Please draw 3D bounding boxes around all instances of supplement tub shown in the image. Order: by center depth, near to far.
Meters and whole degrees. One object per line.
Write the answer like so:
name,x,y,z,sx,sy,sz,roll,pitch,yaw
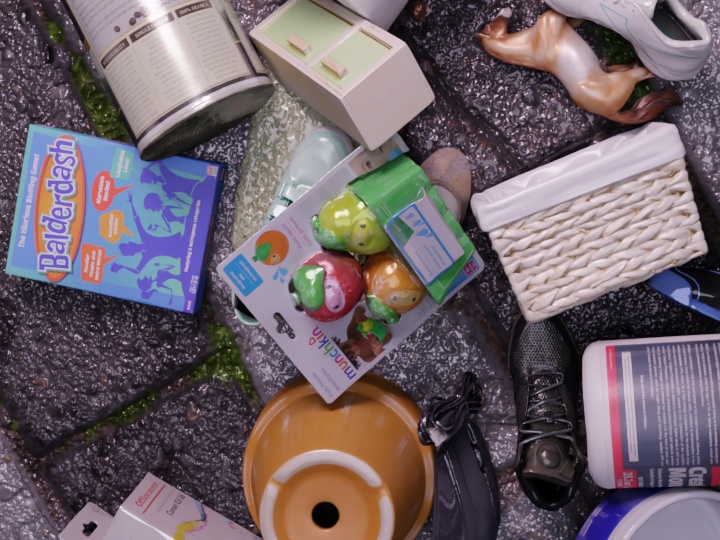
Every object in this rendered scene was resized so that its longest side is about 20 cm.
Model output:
supplement tub,0.313,0.132,1.150,0.197,0.140,0.143,-4,96,12

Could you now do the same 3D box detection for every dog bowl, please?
dog bowl,0.302,0.306,1.178,0.197,0.079,0.204,-1,93,-18

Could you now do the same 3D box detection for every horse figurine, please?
horse figurine,0.224,-0.209,1.178,0.200,0.050,0.133,43,89,1

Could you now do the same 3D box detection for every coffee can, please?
coffee can,-0.188,-0.226,1.142,0.145,0.146,0.202,-28,87,6

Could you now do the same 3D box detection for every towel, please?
towel,-0.049,-0.103,1.212,0.146,0.036,0.203,13,97,3

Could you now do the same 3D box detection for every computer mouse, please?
computer mouse,0.106,0.213,1.194,0.052,0.138,0.203,4,106,26

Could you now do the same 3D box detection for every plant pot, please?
plant pot,-0.024,0.209,1.168,0.197,0.183,0.204,0,96,3

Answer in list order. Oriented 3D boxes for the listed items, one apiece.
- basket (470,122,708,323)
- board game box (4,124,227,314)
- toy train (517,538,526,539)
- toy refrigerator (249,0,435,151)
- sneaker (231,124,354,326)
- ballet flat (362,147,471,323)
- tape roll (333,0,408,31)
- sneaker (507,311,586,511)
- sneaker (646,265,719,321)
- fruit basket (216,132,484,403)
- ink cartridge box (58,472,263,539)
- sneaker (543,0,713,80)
basket,0.217,-0.046,1.152,0.198,0.136,0.125,-23,96,6
board game box,-0.246,-0.052,1.225,0.197,0.045,0.155,11,96,3
toy train,0.171,0.384,1.232,0.114,0.085,0.203,21,97,-12
toy refrigerator,-0.022,-0.188,1.095,0.076,0.200,0.070,-39,128,-6
sneaker,-0.061,-0.037,1.141,0.073,0.118,0.203,22,100,4
ballet flat,0.058,-0.024,1.197,0.067,0.067,0.202,23,97,-7
tape roll,-0.018,-0.330,1.104,0.202,0.203,0.140,36,97,-1
sneaker,0.184,0.138,1.185,0.075,0.114,0.203,0,94,2
sneaker,0.379,0.019,1.185,0.197,0.070,0.079,20,94,-6
fruit basket,0.000,0.000,1.091,0.200,0.094,0.186,-42,120,-8
ink cartridge box,-0.190,0.274,1.219,0.198,0.117,0.068,29,98,0
sneaker,0.242,-0.254,1.121,0.199,0.080,0.071,33,85,4
